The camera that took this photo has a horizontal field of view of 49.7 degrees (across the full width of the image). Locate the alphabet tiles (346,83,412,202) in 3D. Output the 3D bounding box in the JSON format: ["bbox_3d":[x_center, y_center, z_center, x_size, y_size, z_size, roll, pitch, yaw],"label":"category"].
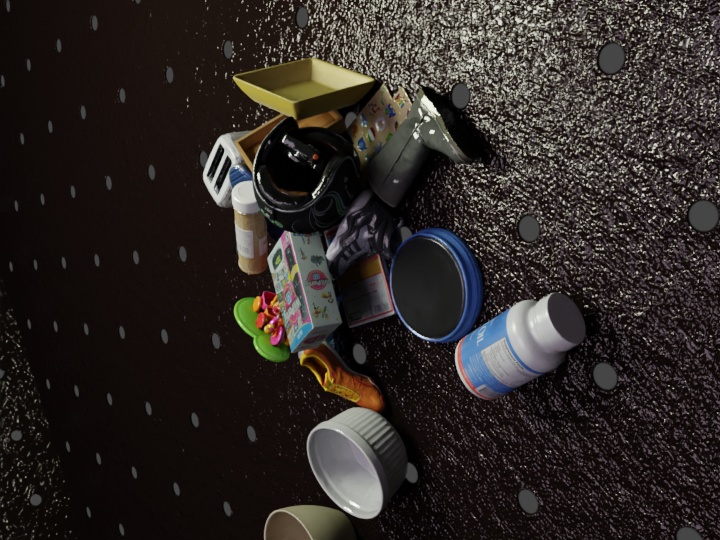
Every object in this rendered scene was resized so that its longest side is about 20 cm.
[{"bbox_3d":[0.044,-0.233,1.431,0.200,0.006,0.168,-43,67,44],"label":"alphabet tiles"}]

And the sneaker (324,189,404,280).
[{"bbox_3d":[0.008,-0.041,1.435,0.113,0.075,0.202,34,124,10],"label":"sneaker"}]

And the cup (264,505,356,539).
[{"bbox_3d":[-0.092,0.583,1.652,0.198,0.142,0.204,14,109,46],"label":"cup"}]

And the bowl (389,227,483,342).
[{"bbox_3d":[0.127,0.027,1.368,0.199,0.039,0.205,12,107,46],"label":"bowl"}]

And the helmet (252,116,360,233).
[{"bbox_3d":[-0.095,-0.165,1.380,0.196,0.191,0.204,-1,85,10],"label":"helmet"}]

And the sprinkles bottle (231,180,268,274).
[{"bbox_3d":[-0.222,-0.084,1.580,0.068,0.068,0.202,45,148,32],"label":"sprinkles bottle"}]

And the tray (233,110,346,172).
[{"bbox_3d":[-0.134,-0.257,1.491,0.099,0.198,0.037,53,171,36],"label":"tray"}]

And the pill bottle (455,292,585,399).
[{"bbox_3d":[0.247,0.114,1.199,0.200,0.111,0.114,-40,69,44],"label":"pill bottle"}]

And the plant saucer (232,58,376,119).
[{"bbox_3d":[-0.103,-0.334,1.439,0.199,0.198,0.049,30,131,41],"label":"plant saucer"}]

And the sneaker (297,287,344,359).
[{"bbox_3d":[-0.061,0.123,1.587,0.089,0.078,0.202,31,130,19],"label":"sneaker"}]

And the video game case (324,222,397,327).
[{"bbox_3d":[0.000,0.000,1.521,0.142,0.017,0.204,-21,83,48],"label":"video game case"}]

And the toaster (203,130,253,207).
[{"bbox_3d":[-0.250,-0.221,1.671,0.114,0.128,0.201,56,133,23],"label":"toaster"}]

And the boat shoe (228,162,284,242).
[{"bbox_3d":[-0.197,-0.148,1.611,0.071,0.073,0.201,-13,121,39],"label":"boat shoe"}]

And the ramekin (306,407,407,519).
[{"bbox_3d":[0.000,0.363,1.505,0.198,0.104,0.203,24,128,34],"label":"ramekin"}]

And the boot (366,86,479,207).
[{"bbox_3d":[0.098,-0.184,1.327,0.201,0.072,0.183,-52,50,31],"label":"boot"}]

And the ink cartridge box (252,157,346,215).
[{"bbox_3d":[-0.121,-0.180,1.524,0.202,0.135,0.076,63,177,16],"label":"ink cartridge box"}]

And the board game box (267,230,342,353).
[{"bbox_3d":[-0.108,0.034,1.475,0.148,0.063,0.203,-48,55,59],"label":"board game box"}]

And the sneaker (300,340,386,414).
[{"bbox_3d":[-0.037,0.224,1.535,0.199,0.077,0.073,36,132,6],"label":"sneaker"}]

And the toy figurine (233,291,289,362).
[{"bbox_3d":[-0.158,0.056,1.617,0.186,0.148,0.201,-58,29,26],"label":"toy figurine"}]
